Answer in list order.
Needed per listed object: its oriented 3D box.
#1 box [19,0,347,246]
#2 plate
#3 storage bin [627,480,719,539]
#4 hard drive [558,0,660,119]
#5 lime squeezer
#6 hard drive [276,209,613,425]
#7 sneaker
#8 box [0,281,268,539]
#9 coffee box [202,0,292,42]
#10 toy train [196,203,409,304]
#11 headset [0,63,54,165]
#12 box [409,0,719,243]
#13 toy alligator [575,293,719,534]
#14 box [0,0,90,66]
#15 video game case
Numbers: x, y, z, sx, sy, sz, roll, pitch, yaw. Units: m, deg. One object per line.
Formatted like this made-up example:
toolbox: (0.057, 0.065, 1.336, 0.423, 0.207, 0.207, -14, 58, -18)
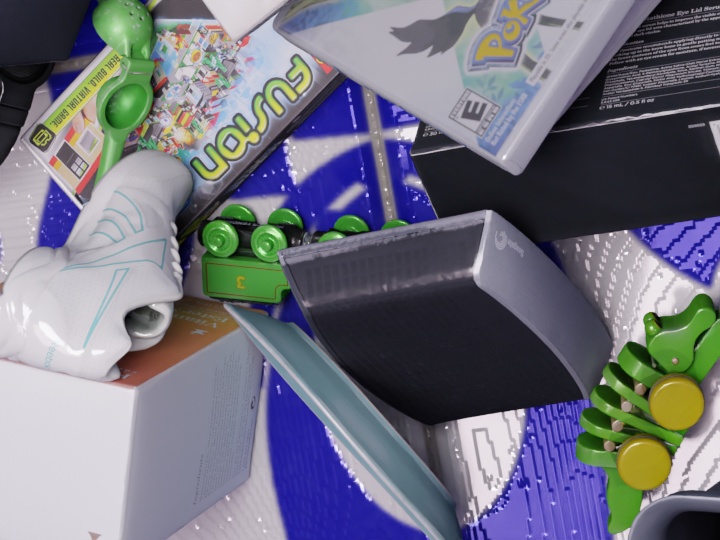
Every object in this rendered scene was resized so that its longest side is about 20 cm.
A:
box: (-0.092, -0.104, 1.645, 0.110, 0.035, 0.200, 47, 111, 5)
plate: (-0.001, 0.086, 1.576, 0.026, 0.200, 0.200, -41, 85, -4)
storage bin: (0.210, 0.204, 1.547, 0.145, 0.134, 0.201, 3, 101, 19)
hard drive: (0.100, -0.160, 1.486, 0.132, 0.027, 0.200, 30, 73, 40)
lime squeezer: (-0.147, -0.111, 1.619, 0.070, 0.038, 0.201, -6, 87, 29)
hard drive: (0.049, 0.031, 1.539, 0.134, 0.200, 0.043, -10, 65, 20)
sneaker: (-0.129, 0.003, 1.559, 0.080, 0.200, 0.071, 24, 126, 8)
box: (-0.159, 0.078, 1.616, 0.151, 0.200, 0.107, 12, 104, 16)
coffee box: (-0.013, -0.222, 1.433, 0.200, 0.080, 0.115, -36, 94, 14)
toy train: (0.000, 0.000, 1.632, 0.199, 0.042, 0.057, 6, 112, 18)
headset: (-0.237, -0.145, 1.642, 0.123, 0.094, 0.201, 21, 96, 39)
box: (0.140, -0.092, 1.501, 0.199, 0.142, 0.079, -8, 132, 21)
toy alligator: (0.164, 0.051, 1.565, 0.054, 0.059, 0.201, 24, 109, -6)
box: (-0.225, -0.240, 1.527, 0.198, 0.123, 0.201, 27, 105, 16)
video game case: (0.069, -0.169, 1.448, 0.182, 0.022, 0.201, 33, 89, 40)
